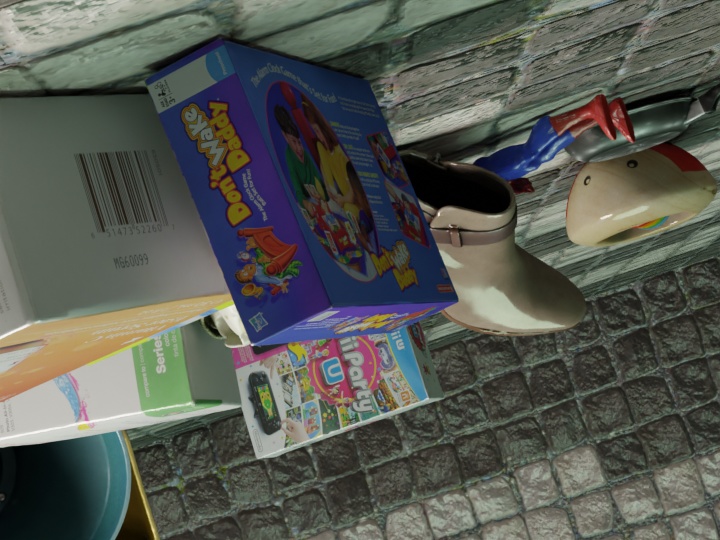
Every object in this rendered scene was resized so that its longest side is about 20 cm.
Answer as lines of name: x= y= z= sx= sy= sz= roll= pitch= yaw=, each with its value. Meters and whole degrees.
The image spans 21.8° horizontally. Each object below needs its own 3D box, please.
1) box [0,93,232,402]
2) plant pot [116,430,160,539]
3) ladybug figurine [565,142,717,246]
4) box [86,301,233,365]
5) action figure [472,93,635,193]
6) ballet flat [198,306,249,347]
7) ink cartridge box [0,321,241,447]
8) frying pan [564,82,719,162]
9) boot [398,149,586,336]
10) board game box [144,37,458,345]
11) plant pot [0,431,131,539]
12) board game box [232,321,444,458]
box: x=-0.183 y=-0.001 z=0.915 sx=0.199 sy=0.107 sz=0.152 roll=-24 pitch=172 yaw=37
plant pot: x=-0.431 y=0.364 z=2.901 sx=0.194 sy=0.195 sz=0.200 roll=-17 pitch=178 yaw=-10
ladybug figurine: x=0.245 y=-0.071 z=1.660 sx=0.135 sy=0.072 sz=0.200 roll=-21 pitch=172 yaw=17
box: x=-0.128 y=-0.012 z=1.047 sx=0.199 sy=0.048 sz=0.122 roll=-23 pitch=144 yaw=36
action figure: x=0.102 y=-0.073 z=1.378 sx=0.199 sy=0.052 sz=0.065 roll=-19 pitch=177 yaw=27
ballet flat: x=-0.095 y=0.020 z=1.459 sx=0.067 sy=0.076 sz=0.200 roll=-13 pitch=172 yaw=-13
ink cartridge box: x=-0.218 y=0.092 z=1.577 sx=0.199 sy=0.088 sz=0.145 roll=-13 pitch=174 yaw=11
frying pan: x=0.247 y=-0.121 z=1.468 sx=0.189 sy=0.031 sz=0.115 roll=-16 pitch=175 yaw=2
boot: x=0.084 y=-0.020 z=1.332 sx=0.199 sy=0.071 sz=0.146 roll=14 pitch=154 yaw=-6
board game box: x=-0.022 y=-0.036 z=0.938 sx=0.045 sy=0.135 sz=0.200 roll=-25 pitch=171 yaw=18
plant pot: x=-0.349 y=0.196 z=1.788 sx=0.199 sy=0.202 sz=0.188 roll=-14 pitch=-173 yaw=-34
board game box: x=-0.031 y=0.094 z=1.936 sx=0.199 sy=0.148 sz=0.064 roll=-21 pitch=171 yaw=16
